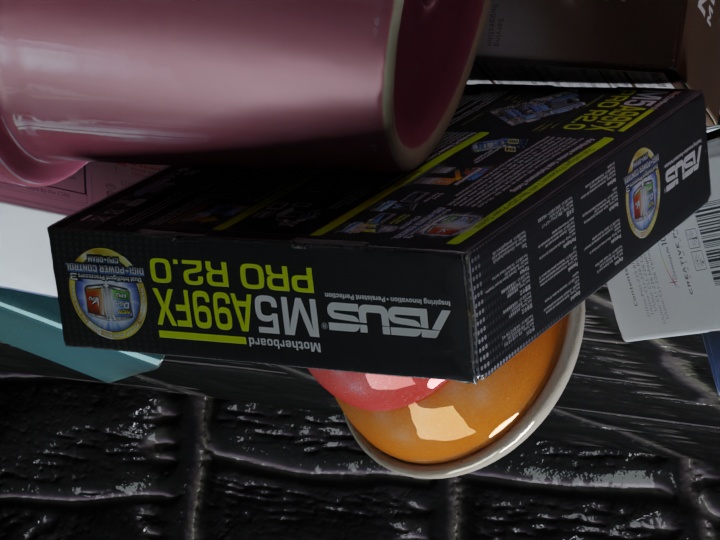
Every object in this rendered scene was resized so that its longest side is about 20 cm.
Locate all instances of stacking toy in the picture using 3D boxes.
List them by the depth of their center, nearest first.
[{"bbox_3d":[0.000,0.000,1.063,0.146,0.147,0.200,2,157,41],"label":"stacking toy"}]

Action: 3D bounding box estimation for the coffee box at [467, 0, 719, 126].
[{"bbox_3d":[0.046,-0.127,0.894,0.199,0.115,0.080,5,169,22],"label":"coffee box"}]

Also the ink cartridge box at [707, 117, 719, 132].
[{"bbox_3d":[0.119,-0.079,1.106,0.195,0.044,0.200,-12,180,-25],"label":"ink cartridge box"}]

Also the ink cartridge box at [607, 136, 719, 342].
[{"bbox_3d":[0.217,-0.035,1.086,0.199,0.084,0.175,-17,-178,-24],"label":"ink cartridge box"}]

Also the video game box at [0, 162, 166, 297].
[{"bbox_3d":[-0.083,-0.046,0.927,0.199,0.047,0.183,12,-147,-16],"label":"video game box"}]

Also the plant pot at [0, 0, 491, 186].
[{"bbox_3d":[-0.053,-0.114,0.754,0.178,0.201,0.200,15,172,14],"label":"plant pot"}]

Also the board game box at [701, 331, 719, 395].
[{"bbox_3d":[0.268,0.011,1.117,0.135,0.035,0.200,-14,-176,33],"label":"board game box"}]

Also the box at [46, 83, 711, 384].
[{"bbox_3d":[0.013,-0.020,0.789,0.159,0.045,0.200,4,-160,29],"label":"box"}]

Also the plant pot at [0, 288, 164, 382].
[{"bbox_3d":[-0.180,-0.048,1.060,0.199,0.142,0.141,19,170,-13],"label":"plant pot"}]
